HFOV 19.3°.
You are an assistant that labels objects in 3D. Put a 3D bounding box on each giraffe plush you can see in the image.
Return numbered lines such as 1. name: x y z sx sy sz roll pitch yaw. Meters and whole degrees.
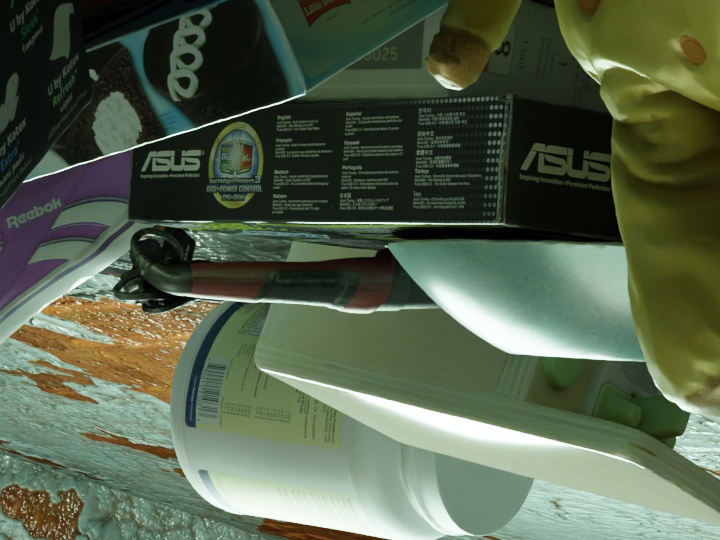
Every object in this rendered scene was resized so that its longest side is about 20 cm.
1. giraffe plush: 0.119 -0.079 0.506 0.200 0.173 0.162 47 160 11

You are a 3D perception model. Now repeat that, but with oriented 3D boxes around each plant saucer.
1. plant saucer: 0.108 0.014 0.747 0.201 0.039 0.201 3 179 0

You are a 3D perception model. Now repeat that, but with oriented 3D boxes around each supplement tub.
1. supplement tub: -0.002 0.090 1.314 0.200 0.145 0.145 5 164 36

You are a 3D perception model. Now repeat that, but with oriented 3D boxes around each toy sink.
1. toy sink: 0.079 0.027 0.944 0.200 0.112 0.130 12 168 38

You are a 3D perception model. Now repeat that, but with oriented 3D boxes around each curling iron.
1. curling iron: 0.000 0.000 0.818 0.200 0.026 0.050 0 -159 -23

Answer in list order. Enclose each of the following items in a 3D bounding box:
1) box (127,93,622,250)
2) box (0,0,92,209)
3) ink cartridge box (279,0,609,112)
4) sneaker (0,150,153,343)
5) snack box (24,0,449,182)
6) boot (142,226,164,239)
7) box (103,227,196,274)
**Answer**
1. box: 0.036 -0.032 0.789 0.160 0.044 0.200 6 177 -42
2. box: -0.151 -0.104 0.515 0.122 0.106 0.200 10 130 17
3. ink cartridge box: 0.031 -0.077 0.831 0.162 0.050 0.200 3 -179 39
4. sneaker: -0.148 -0.041 0.856 0.073 0.200 0.114 36 166 37
5. snack box: -0.056 -0.073 0.685 0.200 0.116 0.037 -13 107 45
6. boot: -0.193 -0.069 0.984 0.200 0.077 0.155 24 163 -28
7. box: -0.191 -0.043 1.201 0.143 0.036 0.200 11 166 18
